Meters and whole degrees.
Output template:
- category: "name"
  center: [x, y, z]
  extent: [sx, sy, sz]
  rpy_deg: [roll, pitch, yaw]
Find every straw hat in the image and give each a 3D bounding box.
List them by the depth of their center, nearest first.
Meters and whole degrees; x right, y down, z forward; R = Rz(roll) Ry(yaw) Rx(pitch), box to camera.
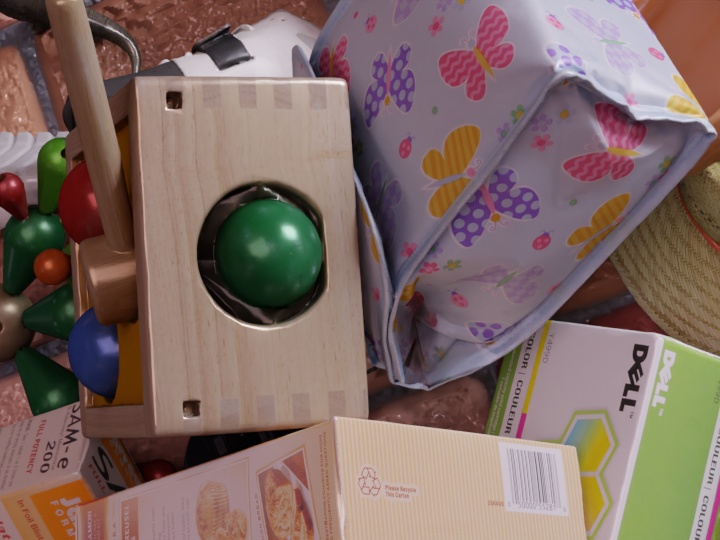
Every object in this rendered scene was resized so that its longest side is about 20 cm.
- category: "straw hat"
  center: [0.209, -0.049, 0.835]
  extent: [0.201, 0.085, 0.202]
  rpy_deg: [-3, 77, 14]

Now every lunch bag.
- category: "lunch bag"
  center: [0.043, -0.062, 0.787]
  extent: [0.200, 0.127, 0.170]
  rpy_deg: [-51, 42, 32]

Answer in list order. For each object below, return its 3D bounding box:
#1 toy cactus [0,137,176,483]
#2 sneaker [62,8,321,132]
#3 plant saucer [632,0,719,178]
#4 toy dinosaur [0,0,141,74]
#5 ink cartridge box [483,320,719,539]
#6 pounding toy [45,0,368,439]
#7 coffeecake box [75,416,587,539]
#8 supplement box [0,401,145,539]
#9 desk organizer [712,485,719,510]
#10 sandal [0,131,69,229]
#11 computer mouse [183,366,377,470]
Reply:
- category: "toy cactus"
  center: [-0.180, 0.032, 0.912]
  extent: [0.165, 0.102, 0.200]
  rpy_deg: [-6, 107, 28]
- category: "sneaker"
  center: [-0.067, -0.104, 0.923]
  extent: [0.199, 0.074, 0.089]
  rpy_deg: [0, 62, -7]
- category: "plant saucer"
  center: [0.168, -0.117, 0.832]
  extent: [0.037, 0.200, 0.200]
  rpy_deg: [37, 90, -24]
- category: "toy dinosaur"
  center: [-0.202, -0.180, 0.964]
  extent: [0.077, 0.102, 0.200]
  rpy_deg: [-30, 72, 7]
- category: "ink cartridge box"
  center: [0.148, 0.107, 0.773]
  extent: [0.200, 0.076, 0.148]
  rpy_deg: [5, 78, 53]
- category: "pounding toy"
  center: [-0.086, -0.016, 0.753]
  extent: [0.142, 0.200, 0.185]
  rpy_deg: [-2, 86, -21]
- category: "coffeecake box"
  center: [-0.017, 0.132, 0.774]
  extent: [0.200, 0.153, 0.073]
  rpy_deg: [-23, 65, 44]
- category: "supplement box"
  center: [-0.207, 0.164, 0.877]
  extent: [0.200, 0.074, 0.126]
  rpy_deg: [-19, 116, 11]
- category: "desk organizer"
  center: [0.264, 0.058, 0.789]
  extent: [0.077, 0.072, 0.200]
  rpy_deg: [34, 88, -19]
- category: "sandal"
  center: [-0.219, -0.047, 0.966]
  extent: [0.202, 0.083, 0.050]
  rpy_deg: [1, 122, 14]
- category: "computer mouse"
  center: [-0.010, 0.069, 0.901]
  extent: [0.200, 0.034, 0.059]
  rpy_deg: [-30, 44, 3]
